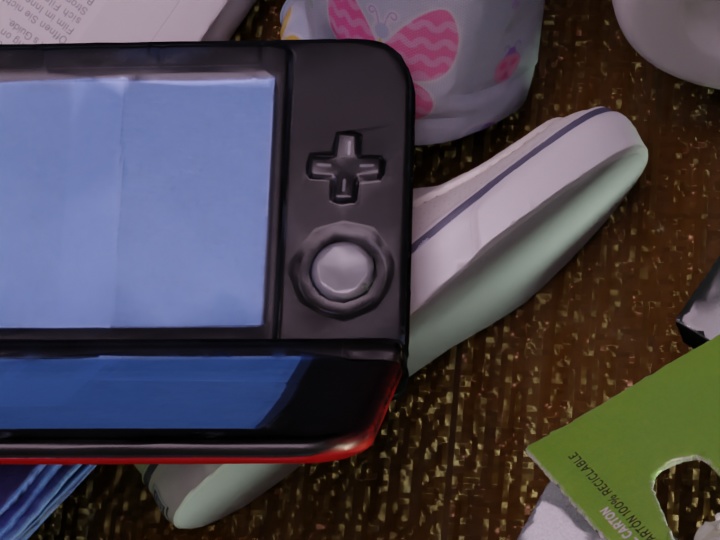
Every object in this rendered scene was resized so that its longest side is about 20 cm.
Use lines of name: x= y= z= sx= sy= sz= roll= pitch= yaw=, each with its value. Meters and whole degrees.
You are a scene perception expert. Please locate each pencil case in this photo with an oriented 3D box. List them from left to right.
pencil case: x=0.024 y=-0.139 z=0.881 sx=0.083 sy=0.200 sz=0.091 roll=-25 pitch=50 yaw=-35

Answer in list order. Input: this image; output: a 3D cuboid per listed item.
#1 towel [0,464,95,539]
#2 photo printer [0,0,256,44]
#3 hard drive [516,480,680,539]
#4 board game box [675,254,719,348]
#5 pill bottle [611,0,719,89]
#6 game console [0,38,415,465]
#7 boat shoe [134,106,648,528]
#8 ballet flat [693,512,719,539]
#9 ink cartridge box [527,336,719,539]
towel: x=-0.169 y=0.037 z=0.887 sx=0.200 sy=0.024 sz=0.145 roll=17 pitch=45 yaw=28
photo printer: x=-0.123 y=-0.111 z=0.946 sx=0.166 sy=0.069 sz=0.200 roll=34 pitch=82 yaw=-6
hard drive: x=0.113 y=0.169 z=0.844 sx=0.200 sy=0.033 sz=0.140 roll=27 pitch=80 yaw=20
board game box: x=0.213 y=-0.027 z=0.887 sx=0.135 sy=0.028 sz=0.200 roll=32 pitch=82 yaw=21
pill bottle: x=0.132 y=-0.168 z=0.901 sx=0.112 sy=0.112 sz=0.200 roll=-6 pitch=60 yaw=11
game console: x=-0.088 y=-0.010 z=0.811 sx=0.200 sy=0.119 sz=0.172 roll=0 pitch=69 yaw=6
boat shoe: x=0.000 y=0.000 z=0.910 sx=0.200 sy=0.071 sz=0.070 roll=-38 pitch=71 yaw=6
ballet flat: x=0.200 y=0.093 z=0.820 sx=0.200 sy=0.072 sz=0.072 roll=18 pitch=77 yaw=3
ink cartridge box: x=0.152 y=0.011 z=0.777 sx=0.200 sy=0.076 sz=0.148 roll=-31 pitch=36 yaw=-8
